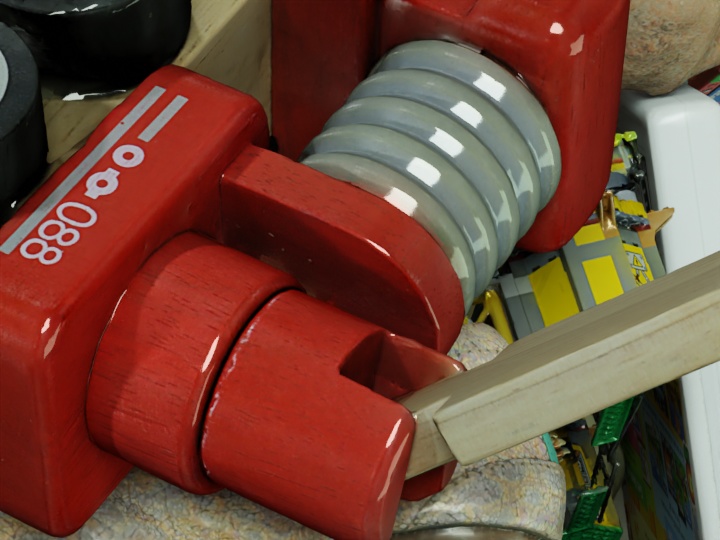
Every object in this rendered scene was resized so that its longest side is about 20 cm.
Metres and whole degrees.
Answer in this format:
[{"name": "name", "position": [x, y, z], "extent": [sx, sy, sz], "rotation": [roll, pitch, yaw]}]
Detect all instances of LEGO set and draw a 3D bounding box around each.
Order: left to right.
[{"name": "LEGO set", "position": [0.000, 0.010, 0.756], "extent": [0.154, 0.116, 0.200], "rotation": [-16, 157, -2]}]

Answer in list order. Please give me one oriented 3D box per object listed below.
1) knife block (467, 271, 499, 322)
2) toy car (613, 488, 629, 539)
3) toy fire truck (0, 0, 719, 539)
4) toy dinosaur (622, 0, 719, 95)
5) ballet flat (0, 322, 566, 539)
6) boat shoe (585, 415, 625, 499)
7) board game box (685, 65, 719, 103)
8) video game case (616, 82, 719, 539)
[{"name": "knife block", "position": [0.000, 0.000, 0.920], "extent": [0.176, 0.064, 0.200], "rotation": [-61, 168, 5]}, {"name": "toy car", "position": [0.123, 0.058, 1.102], "extent": [0.175, 0.150, 0.200], "rotation": [10, 111, -38]}, {"name": "toy fire truck", "position": [0.013, -0.020, 0.563], "extent": [0.176, 0.200, 0.129], "rotation": [-50, 155, -37]}, {"name": "toy dinosaur", "position": [0.049, -0.077, 0.729], "extent": [0.086, 0.200, 0.136], "rotation": [-97, -151, -57]}, {"name": "ballet flat", "position": [-0.054, 0.047, 0.633], "extent": [0.068, 0.200, 0.067], "rotation": [54, 30, -71]}, {"name": "boat shoe", "position": [0.034, 0.082, 0.939], "extent": [0.065, 0.072, 0.200], "rotation": [-56, 173, -21]}, {"name": "board game box", "position": [0.112, -0.051, 1.005], "extent": [0.103, 0.019, 0.200], "rotation": [-19, 171, -27]}, {"name": "video game case", "position": [0.091, 0.031, 0.843], "extent": [0.200, 0.023, 0.182], "rotation": [-107, -172, -81]}]
